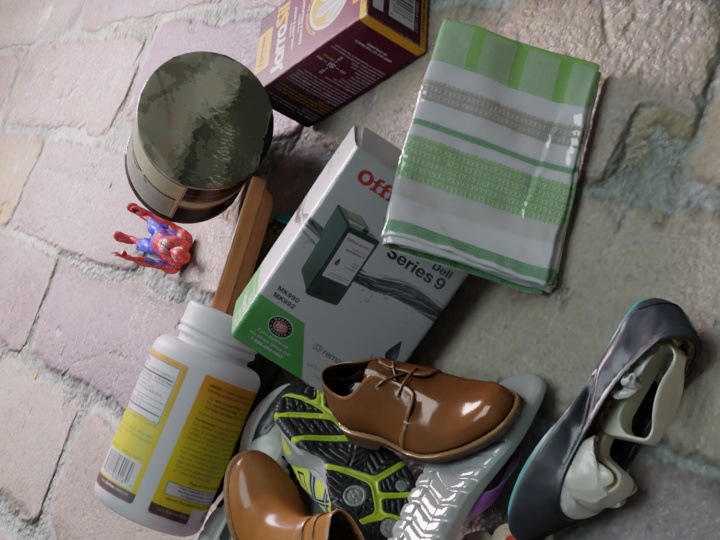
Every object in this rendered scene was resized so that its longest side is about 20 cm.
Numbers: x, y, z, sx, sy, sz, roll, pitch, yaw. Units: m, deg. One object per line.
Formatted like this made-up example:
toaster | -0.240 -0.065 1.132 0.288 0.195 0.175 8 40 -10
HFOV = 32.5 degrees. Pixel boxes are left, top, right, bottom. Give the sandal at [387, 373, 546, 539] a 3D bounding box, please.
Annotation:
sandal | 0.082 0.168 0.947 0.203 0.050 0.082 -53 23 -12

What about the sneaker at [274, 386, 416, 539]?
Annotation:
sneaker | -0.005 0.185 1.057 0.200 0.075 0.077 51 156 41

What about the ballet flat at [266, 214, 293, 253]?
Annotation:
ballet flat | -0.038 -0.015 1.231 0.199 0.067 0.076 8 97 61

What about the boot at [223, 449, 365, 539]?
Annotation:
boot | -0.045 0.218 1.005 0.202 0.073 0.155 64 153 19

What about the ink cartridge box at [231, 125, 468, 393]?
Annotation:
ink cartridge box | 0.000 0.000 1.069 0.201 0.145 0.084 -56 11 15

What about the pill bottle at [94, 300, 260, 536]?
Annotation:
pill bottle | -0.163 0.135 1.151 0.109 0.109 0.202 18 84 56

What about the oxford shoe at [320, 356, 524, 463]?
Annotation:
oxford shoe | 0.039 0.102 0.968 0.198 0.072 0.072 -5 39 46

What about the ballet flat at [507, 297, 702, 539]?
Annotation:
ballet flat | 0.171 0.114 0.848 0.201 0.073 0.073 -59 34 6

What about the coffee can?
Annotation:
coffee can | -0.183 -0.141 1.363 0.200 0.145 0.148 151 137 -74

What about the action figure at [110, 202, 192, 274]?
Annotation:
action figure | -0.277 -0.046 1.543 0.199 0.098 0.066 25 91 54

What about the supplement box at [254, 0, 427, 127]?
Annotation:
supplement box | -0.023 -0.254 1.328 0.199 0.085 0.112 -26 50 44

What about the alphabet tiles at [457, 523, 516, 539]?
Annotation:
alphabet tiles | 0.086 0.290 0.900 0.199 0.014 0.198 -28 51 43

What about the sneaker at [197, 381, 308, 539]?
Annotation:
sneaker | -0.080 0.204 1.150 0.079 0.073 0.202 18 85 36

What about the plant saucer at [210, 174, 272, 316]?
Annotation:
plant saucer | -0.130 0.000 1.301 0.200 0.032 0.203 -162 89 -85

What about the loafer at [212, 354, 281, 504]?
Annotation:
loafer | -0.146 0.155 1.239 0.202 0.071 0.073 -65 5 -9

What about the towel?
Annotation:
towel | 0.109 -0.095 1.001 0.031 0.147 0.203 124 162 -77
